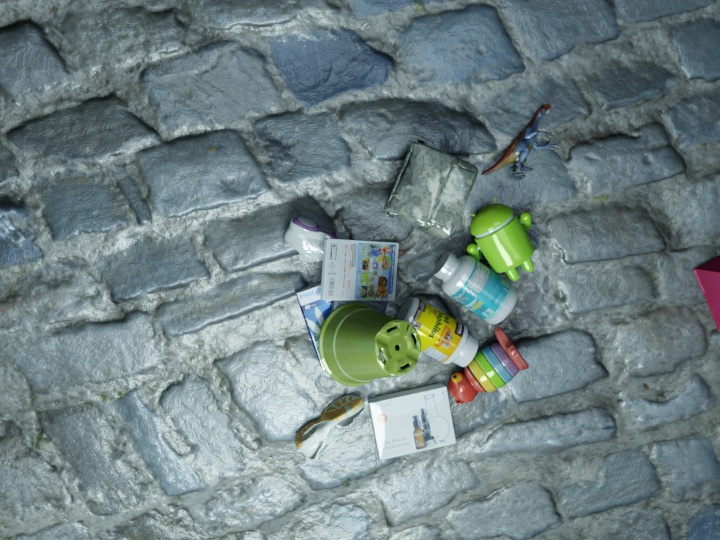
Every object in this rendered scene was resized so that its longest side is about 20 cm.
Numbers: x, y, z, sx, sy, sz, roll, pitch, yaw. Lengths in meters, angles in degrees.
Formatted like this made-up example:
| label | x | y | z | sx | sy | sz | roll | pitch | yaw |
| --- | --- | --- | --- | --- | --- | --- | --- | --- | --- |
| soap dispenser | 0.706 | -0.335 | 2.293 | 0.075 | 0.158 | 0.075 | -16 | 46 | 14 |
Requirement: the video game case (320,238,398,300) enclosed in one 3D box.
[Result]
| label | x | y | z | sx | sy | sz | roll | pitch | yaw |
| --- | --- | --- | --- | --- | --- | --- | --- | --- | --- |
| video game case | 0.000 | 0.000 | 1.669 | 0.200 | 0.018 | 0.143 | 2 | 94 | -31 |

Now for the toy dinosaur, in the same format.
| label | x | y | z | sx | sy | sz | roll | pitch | yaw |
| --- | --- | --- | --- | --- | --- | --- | --- | --- | --- |
| toy dinosaur | 0.405 | -0.324 | 1.718 | 0.200 | 0.105 | 0.182 | 5 | 74 | 4 |

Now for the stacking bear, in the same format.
| label | x | y | z | sx | sy | sz | roll | pitch | yaw |
| --- | --- | --- | --- | --- | --- | --- | --- | --- | --- |
| stacking bear | 0.307 | 0.255 | 1.749 | 0.200 | 0.121 | 0.114 | -37 | 125 | 7 |

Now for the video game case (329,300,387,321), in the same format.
| label | x | y | z | sx | sy | sz | roll | pitch | yaw |
| --- | --- | --- | --- | --- | --- | --- | --- | --- | --- |
| video game case | -0.007 | 0.109 | 1.690 | 0.143 | 0.019 | 0.200 | 20 | 78 | -29 |

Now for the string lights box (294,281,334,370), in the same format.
| label | x | y | z | sx | sy | sz | roll | pitch | yaw |
| --- | --- | --- | --- | --- | --- | --- | --- | --- | --- |
| string lights box | -0.080 | 0.129 | 1.708 | 0.103 | 0.059 | 0.200 | -20 | 98 | -8 |

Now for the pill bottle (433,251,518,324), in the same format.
| label | x | y | z | sx | sy | sz | roll | pitch | yaw |
| --- | --- | --- | --- | --- | --- | --- | --- | --- | --- |
| pill bottle | 0.278 | 0.037 | 1.720 | 0.200 | 0.111 | 0.111 | 34 | 91 | -8 |

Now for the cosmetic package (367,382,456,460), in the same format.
| label | x | y | z | sx | sy | sz | roll | pitch | yaw |
| --- | --- | --- | --- | --- | --- | --- | --- | --- | --- |
| cosmetic package | 0.129 | 0.379 | 1.766 | 0.200 | 0.052 | 0.151 | -11 | 94 | -6 |

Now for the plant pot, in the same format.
| label | x | y | z | sx | sy | sz | roll | pitch | yaw |
| --- | --- | --- | --- | --- | --- | --- | --- | --- | --- |
| plant pot | 0.037 | 0.170 | 1.592 | 0.200 | 0.190 | 0.200 | 3 | 85 | -32 |

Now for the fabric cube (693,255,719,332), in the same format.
| label | x | y | z | sx | sy | sz | roll | pitch | yaw |
| --- | --- | --- | --- | --- | --- | --- | --- | --- | --- |
| fabric cube | 1.014 | 0.047 | 1.772 | 0.199 | 0.196 | 0.200 | -27 | 99 | -4 |

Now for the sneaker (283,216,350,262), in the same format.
| label | x | y | z | sx | sy | sz | roll | pitch | yaw |
| --- | --- | --- | --- | --- | --- | --- | --- | --- | --- |
| sneaker | -0.092 | -0.055 | 1.696 | 0.200 | 0.075 | 0.100 | 26 | 116 | -12 |

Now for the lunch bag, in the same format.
| label | x | y | z | sx | sy | sz | roll | pitch | yaw |
| --- | --- | --- | --- | --- | --- | --- | --- | --- | --- |
| lunch bag | 0.163 | -0.194 | 1.668 | 0.168 | 0.139 | 0.200 | 24 | 91 | -10 |

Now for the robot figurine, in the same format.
| label | x | y | z | sx | sy | sz | roll | pitch | yaw |
| --- | --- | --- | --- | --- | --- | --- | --- | --- | --- |
| robot figurine | 0.347 | -0.076 | 1.715 | 0.175 | 0.116 | 0.200 | -31 | 98 | 5 |

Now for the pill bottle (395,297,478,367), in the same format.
| label | x | y | z | sx | sy | sz | roll | pitch | yaw |
| --- | --- | --- | --- | --- | --- | --- | --- | --- | --- |
| pill bottle | 0.186 | 0.156 | 1.720 | 0.200 | 0.109 | 0.109 | 30 | 91 | -9 |

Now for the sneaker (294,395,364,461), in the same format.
| label | x | y | z | sx | sy | sz | roll | pitch | yaw |
| --- | --- | --- | --- | --- | --- | --- | --- | --- | --- |
| sneaker | -0.064 | 0.391 | 1.740 | 0.200 | 0.076 | 0.088 | -36 | 114 | 1 |
